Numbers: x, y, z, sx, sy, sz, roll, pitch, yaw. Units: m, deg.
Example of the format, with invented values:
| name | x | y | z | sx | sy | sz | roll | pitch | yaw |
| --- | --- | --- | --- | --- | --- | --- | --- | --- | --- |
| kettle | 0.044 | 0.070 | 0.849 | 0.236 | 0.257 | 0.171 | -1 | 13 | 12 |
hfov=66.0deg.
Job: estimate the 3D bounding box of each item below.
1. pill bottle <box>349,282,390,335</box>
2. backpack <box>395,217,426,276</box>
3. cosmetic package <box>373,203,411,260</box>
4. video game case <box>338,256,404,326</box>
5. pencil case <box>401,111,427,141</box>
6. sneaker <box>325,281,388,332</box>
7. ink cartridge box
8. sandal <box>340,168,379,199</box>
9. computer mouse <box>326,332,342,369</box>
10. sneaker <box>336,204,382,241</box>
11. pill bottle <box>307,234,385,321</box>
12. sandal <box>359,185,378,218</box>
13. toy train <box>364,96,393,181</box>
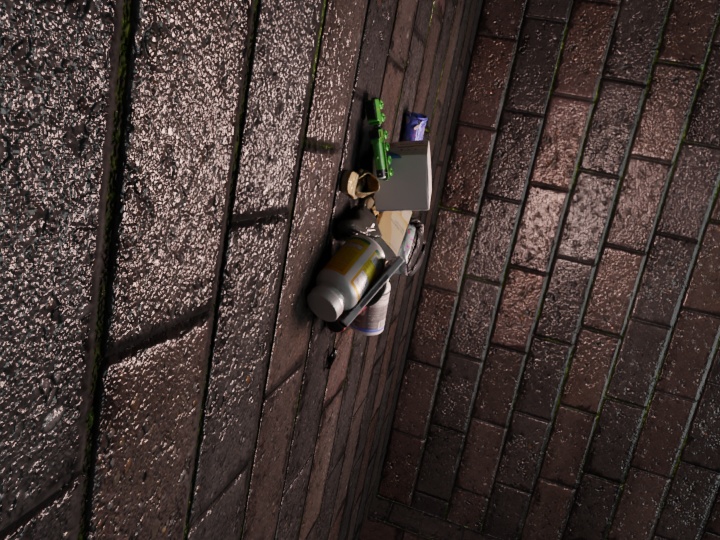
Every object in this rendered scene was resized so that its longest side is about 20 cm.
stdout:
| name | x | y | z | sx | sy | sz | roll | pitch | yaw |
| --- | --- | --- | --- | --- | --- | --- | --- | --- | --- |
| pill bottle | 0.030 | 0.081 | 1.659 | 0.114 | 0.111 | 0.204 | -49 | 150 | -63 |
| backpack | 0.167 | -0.078 | 2.079 | 0.168 | 0.124 | 0.203 | 62 | 43 | -55 |
| cosmetic package | 0.075 | -0.129 | 1.604 | 0.105 | 0.070 | 0.202 | 44 | 43 | -24 |
| video game case | 0.022 | 0.048 | 1.328 | 0.200 | 0.018 | 0.143 | -49 | -177 | -6 |
| pencil case | 0.171 | -0.419 | 1.830 | 0.087 | 0.076 | 0.204 | -118 | -146 | -64 |
| sneaker | -0.012 | 0.074 | 1.450 | 0.199 | 0.074 | 0.087 | -40 | -175 | 8 |
| ink cartridge box | 0.117 | -0.259 | 1.498 | 0.201 | 0.144 | 0.148 | -71 | 157 | -66 |
| sandal | 0.011 | -0.209 | 1.369 | 0.211 | 0.068 | 0.079 | -27 | 130 | -74 |
| computer mouse | -0.066 | 0.179 | 1.545 | 0.059 | 0.033 | 0.204 | -138 | -114 | -85 |
| sneaker | -0.011 | -0.121 | 1.390 | 0.199 | 0.074 | 0.093 | -3 | 82 | -69 |
| pill bottle | -0.034 | 0.019 | 1.278 | 0.201 | 0.111 | 0.114 | -51 | 155 | -35 |
| sandal | 0.020 | -0.143 | 1.510 | 0.081 | 0.053 | 0.204 | 74 | 32 | -66 |
| toy train | 0.044 | -0.317 | 1.349 | 0.056 | 0.041 | 0.205 | -36 | 119 | -63 |
